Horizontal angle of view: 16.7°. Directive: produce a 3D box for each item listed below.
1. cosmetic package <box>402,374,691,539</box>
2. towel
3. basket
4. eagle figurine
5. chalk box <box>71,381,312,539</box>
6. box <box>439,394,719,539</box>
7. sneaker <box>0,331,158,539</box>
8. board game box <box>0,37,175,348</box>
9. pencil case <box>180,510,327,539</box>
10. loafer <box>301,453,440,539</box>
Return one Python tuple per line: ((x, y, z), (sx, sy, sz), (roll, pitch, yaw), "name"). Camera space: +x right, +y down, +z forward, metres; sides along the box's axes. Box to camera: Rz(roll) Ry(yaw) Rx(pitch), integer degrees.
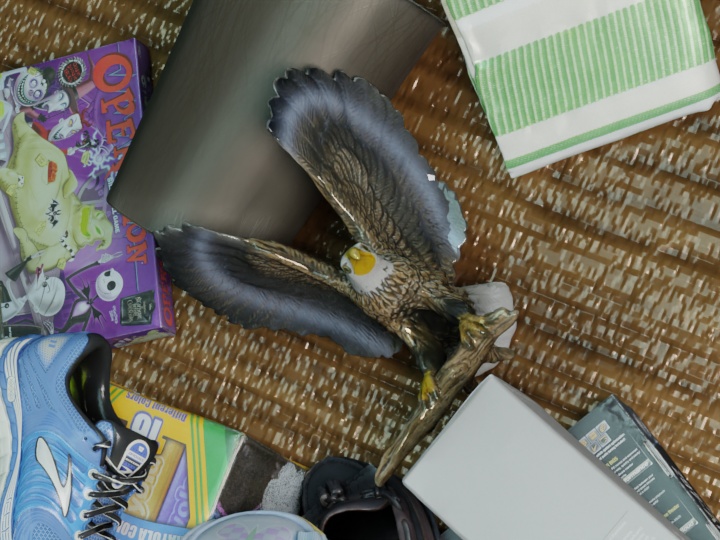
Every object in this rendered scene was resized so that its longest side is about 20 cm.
((0.129, 0.155, 1.346), (0.090, 0.107, 0.200), (-48, 67, 4), "cosmetic package")
((0.121, -0.171, 1.474), (0.152, 0.023, 0.201), (-19, 103, 16), "towel")
((-0.062, -0.102, 1.522), (0.180, 0.136, 0.201), (32, 95, 52), "basket")
((0.000, -0.004, 1.438), (0.151, 0.151, 0.200), (-35, 65, -31), "eagle figurine")
((-0.135, 0.182, 1.478), (0.123, 0.125, 0.201), (20, 83, 24), "chalk box")
((0.121, 0.197, 1.419), (0.200, 0.044, 0.161), (-41, 66, 7), "box")
((-0.162, 0.125, 1.394), (0.089, 0.078, 0.202), (-16, 71, 19), "sneaker")
((-0.187, -0.044, 1.613), (0.119, 0.032, 0.202), (-12, 72, 14), "board game box")
((-0.056, 0.237, 1.406), (0.090, 0.083, 0.202), (-6, 114, -11), "pencil case")
((0.007, 0.158, 1.417), (0.072, 0.063, 0.200), (-42, 35, 4), "loafer")
